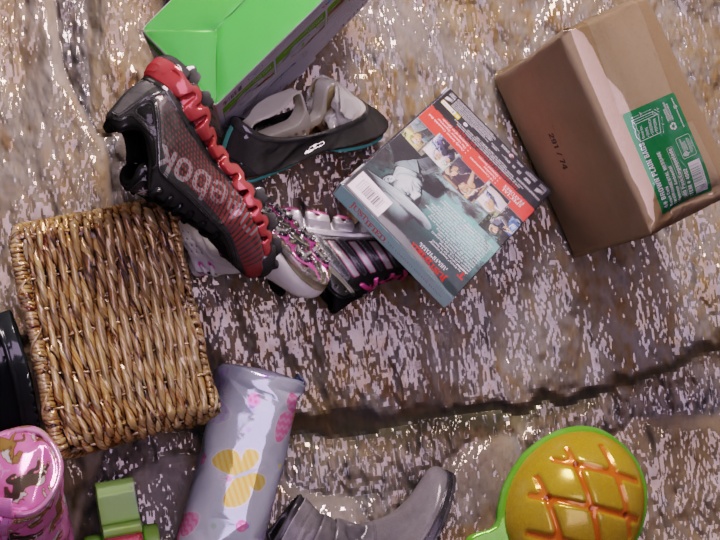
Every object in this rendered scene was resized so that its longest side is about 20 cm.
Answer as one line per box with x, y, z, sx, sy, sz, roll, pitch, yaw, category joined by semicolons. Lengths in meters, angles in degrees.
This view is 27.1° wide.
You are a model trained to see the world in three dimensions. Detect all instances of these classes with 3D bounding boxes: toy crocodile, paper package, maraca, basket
-0.205;0.283;1.304;0.067;0.062;0.203;-3;84;-14;toy crocodile
0.232;-0.131;1.394;0.103;0.191;0.202;-25;91;-15;paper package
0.183;0.236;1.381;0.137;0.107;0.200;43;76;2;maraca
-0.220;0.049;1.284;0.147;0.143;0.203;-13;89;-18;basket

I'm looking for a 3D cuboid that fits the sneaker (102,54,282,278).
-0.140;-0.069;1.218;0.098;0.071;0.202;-37;110;-22;sneaker

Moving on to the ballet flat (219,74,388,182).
-0.044;-0.134;1.352;0.199;0.068;0.069;-24;131;-41;ballet flat

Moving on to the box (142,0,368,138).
-0.083;-0.227;1.319;0.097;0.176;0.200;45;86;1;box

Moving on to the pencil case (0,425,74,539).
-0.276;0.208;1.222;0.082;0.201;0.087;-20;58;-20;pencil case

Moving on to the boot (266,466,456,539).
-0.007;0.240;1.358;0.131;0.070;0.201;34;73;-2;boot

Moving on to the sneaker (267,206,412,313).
0.000;0.000;1.384;0.197;0.074;0.089;9;81;-8;sneaker

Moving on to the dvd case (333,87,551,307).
0.080;-0.072;1.383;0.146;0.022;0.200;45;46;1;dvd case

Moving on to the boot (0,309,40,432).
-0.351;0.131;1.234;0.166;0.202;0.077;-12;46;-17;boot

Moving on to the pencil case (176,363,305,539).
-0.110;0.182;1.325;0.082;0.091;0.203;15;80;-7;pencil case

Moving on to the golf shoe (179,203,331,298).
-0.108;-0.025;1.331;0.199;0.072;0.093;37;105;28;golf shoe
